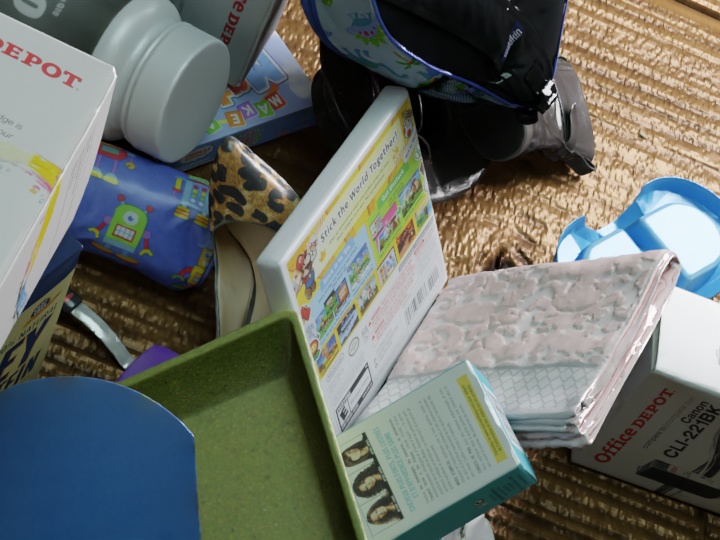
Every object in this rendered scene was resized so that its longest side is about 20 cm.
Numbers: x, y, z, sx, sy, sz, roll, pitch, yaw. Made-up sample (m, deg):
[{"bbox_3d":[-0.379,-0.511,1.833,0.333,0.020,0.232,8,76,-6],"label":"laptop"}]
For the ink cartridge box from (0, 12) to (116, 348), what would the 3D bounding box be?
[{"bbox_3d":[-0.237,-0.025,0.840,0.146,0.145,0.201,26,53,-4],"label":"ink cartridge box"}]

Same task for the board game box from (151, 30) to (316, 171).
[{"bbox_3d":[-0.142,-0.180,1.314,0.150,0.037,0.201,-23,70,-34],"label":"board game box"}]

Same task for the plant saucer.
[{"bbox_3d":[-0.096,0.154,1.048,0.198,0.048,0.201,-23,62,9],"label":"plant saucer"}]

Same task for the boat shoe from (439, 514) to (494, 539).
[{"bbox_3d":[0.063,0.181,1.130,0.066,0.074,0.201,24,51,-5],"label":"boat shoe"}]

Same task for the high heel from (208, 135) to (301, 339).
[{"bbox_3d":[-0.080,0.023,1.113,0.071,0.201,0.143,3,42,24],"label":"high heel"}]

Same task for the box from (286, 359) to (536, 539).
[{"bbox_3d":[0.008,0.147,1.067,0.199,0.049,0.083,-31,61,8],"label":"box"}]

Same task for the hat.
[{"bbox_3d":[0.016,-0.130,1.309,0.200,0.080,0.203,26,53,-40],"label":"hat"}]

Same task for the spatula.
[{"bbox_3d":[-0.188,0.038,1.154,0.199,0.021,0.057,39,53,6],"label":"spatula"}]

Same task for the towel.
[{"bbox_3d":[0.110,0.056,1.169,0.191,0.198,0.032,-53,124,-41],"label":"towel"}]

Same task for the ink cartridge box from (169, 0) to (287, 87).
[{"bbox_3d":[-0.142,-0.256,1.248,0.199,0.146,0.083,31,48,-1],"label":"ink cartridge box"}]

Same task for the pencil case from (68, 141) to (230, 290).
[{"bbox_3d":[-0.190,-0.048,1.176,0.198,0.088,0.078,18,11,-12],"label":"pencil case"}]

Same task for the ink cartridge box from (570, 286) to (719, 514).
[{"bbox_3d":[0.274,0.108,1.226,0.198,0.145,0.084,21,52,-9],"label":"ink cartridge box"}]

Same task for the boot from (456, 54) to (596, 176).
[{"bbox_3d":[0.126,-0.171,1.359,0.174,0.069,0.202,-10,83,-60],"label":"boot"}]

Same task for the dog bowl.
[{"bbox_3d":[0.231,-0.002,1.344,0.199,0.050,0.112,-26,70,-35],"label":"dog bowl"}]

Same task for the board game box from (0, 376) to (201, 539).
[{"bbox_3d":[-0.174,0.165,1.005,0.156,0.039,0.203,-5,88,-3],"label":"board game box"}]

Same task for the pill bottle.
[{"bbox_3d":[-0.202,-0.166,1.202,0.199,0.115,0.114,28,50,15],"label":"pill bottle"}]

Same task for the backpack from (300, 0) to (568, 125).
[{"bbox_3d":[0.047,-0.220,1.185,0.199,0.146,0.185,14,88,-45],"label":"backpack"}]

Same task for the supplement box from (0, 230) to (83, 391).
[{"bbox_3d":[-0.301,0.008,1.011,0.200,0.200,0.134,42,52,9],"label":"supplement box"}]

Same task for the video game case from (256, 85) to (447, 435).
[{"bbox_3d":[0.000,0.000,1.173,0.023,0.183,0.201,10,45,27],"label":"video game case"}]
